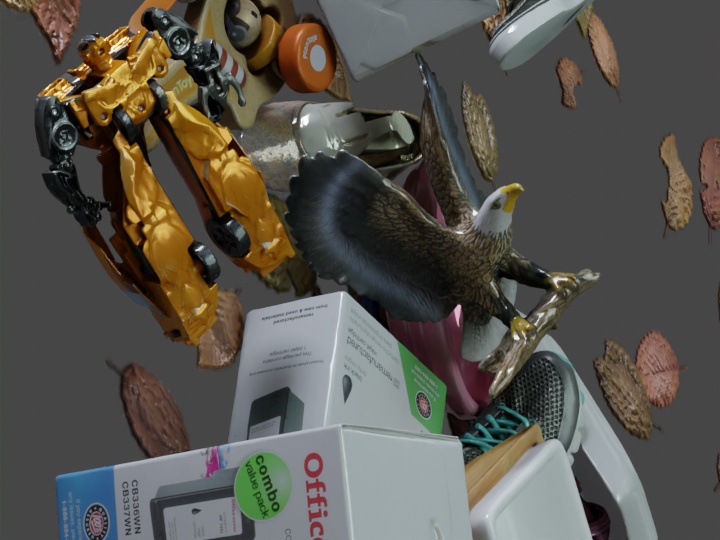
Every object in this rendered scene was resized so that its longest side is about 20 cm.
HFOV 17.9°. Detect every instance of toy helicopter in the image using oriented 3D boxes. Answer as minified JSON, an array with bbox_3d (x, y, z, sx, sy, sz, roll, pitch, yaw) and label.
[{"bbox_3d":[-0.107,-0.144,1.492,0.200,0.079,0.133,-45,126,-43],"label":"toy helicopter"}]

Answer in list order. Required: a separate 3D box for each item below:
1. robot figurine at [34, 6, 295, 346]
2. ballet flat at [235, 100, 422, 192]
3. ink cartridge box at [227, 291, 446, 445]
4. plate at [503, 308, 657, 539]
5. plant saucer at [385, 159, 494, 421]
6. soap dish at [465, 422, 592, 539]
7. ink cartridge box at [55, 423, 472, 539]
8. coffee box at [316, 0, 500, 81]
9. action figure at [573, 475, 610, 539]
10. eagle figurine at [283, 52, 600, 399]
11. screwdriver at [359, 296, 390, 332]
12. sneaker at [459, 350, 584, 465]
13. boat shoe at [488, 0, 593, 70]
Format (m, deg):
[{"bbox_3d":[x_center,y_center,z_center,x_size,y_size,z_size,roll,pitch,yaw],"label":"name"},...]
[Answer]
[{"bbox_3d":[-0.126,-0.060,1.408,0.145,0.058,0.200,-43,120,-27],"label":"robot figurine"},{"bbox_3d":[-0.014,-0.095,1.633,0.200,0.067,0.068,-10,82,-59],"label":"ballet flat"},{"bbox_3d":[-0.018,0.139,1.519,0.146,0.084,0.201,43,44,-45],"label":"ink cartridge box"},{"bbox_3d":[0.176,0.138,1.777,0.200,0.032,0.200,59,-4,33],"label":"plate"},{"bbox_3d":[0.058,0.014,1.707,0.200,0.051,0.201,-9,90,-75],"label":"plant saucer"},{"bbox_3d":[0.100,0.224,1.531,0.157,0.081,0.201,-37,114,-58],"label":"soap dish"},{"bbox_3d":[-0.051,0.178,1.324,0.146,0.199,0.147,15,66,-58],"label":"ink cartridge box"},{"bbox_3d":[0.025,-0.208,1.625,0.200,0.114,0.080,-99,164,-75],"label":"coffee box"},{"bbox_3d":[0.163,0.239,1.733,0.134,0.148,0.201,-83,177,-60],"label":"action figure"},{"bbox_3d":[0.061,-0.030,1.556,0.200,0.151,0.152,40,17,5],"label":"eagle figurine"},{"bbox_3d":[0.000,0.000,1.680,0.029,0.028,0.201,-3,73,-32],"label":"screwdriver"},{"bbox_3d":[0.093,0.142,1.643,0.200,0.077,0.091,-61,151,-11],"label":"sneaker"},{"bbox_3d":[0.156,-0.238,2.015,0.064,0.071,0.200,43,40,5],"label":"boat shoe"}]
